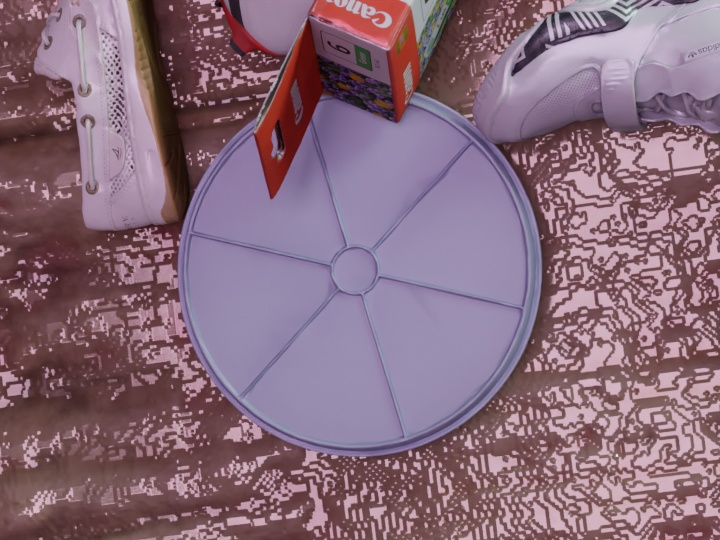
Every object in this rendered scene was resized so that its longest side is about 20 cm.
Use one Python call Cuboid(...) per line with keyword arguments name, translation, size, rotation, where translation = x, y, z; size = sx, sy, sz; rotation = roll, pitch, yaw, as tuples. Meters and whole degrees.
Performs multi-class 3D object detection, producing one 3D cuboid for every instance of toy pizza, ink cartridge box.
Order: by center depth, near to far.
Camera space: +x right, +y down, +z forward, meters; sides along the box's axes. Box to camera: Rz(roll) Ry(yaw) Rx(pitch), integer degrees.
Cuboid(name="ink cartridge box", translation=(0.011, -0.131, 1.432), size=(0.050, 0.109, 0.200), rotation=(23, 76, 10))
Cuboid(name="toy pizza", translation=(0.000, 0.000, 1.494), size=(0.200, 0.032, 0.201), rotation=(0, 89, 11))

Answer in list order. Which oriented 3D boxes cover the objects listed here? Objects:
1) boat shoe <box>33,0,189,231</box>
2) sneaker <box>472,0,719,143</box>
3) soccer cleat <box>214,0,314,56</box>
Cuboid(name="boat shoe", translation=(-0.146, -0.119, 1.507), size=(0.069, 0.071, 0.201), rotation=(-11, 87, 9))
Cuboid(name="sneaker", translation=(0.162, -0.092, 1.431), size=(0.200, 0.075, 0.115), rotation=(-27, 66, 5))
Cuboid(name="soccer cleat", translation=(-0.075, -0.208, 1.485), size=(0.085, 0.069, 0.200), rotation=(-37, 83, 47))
